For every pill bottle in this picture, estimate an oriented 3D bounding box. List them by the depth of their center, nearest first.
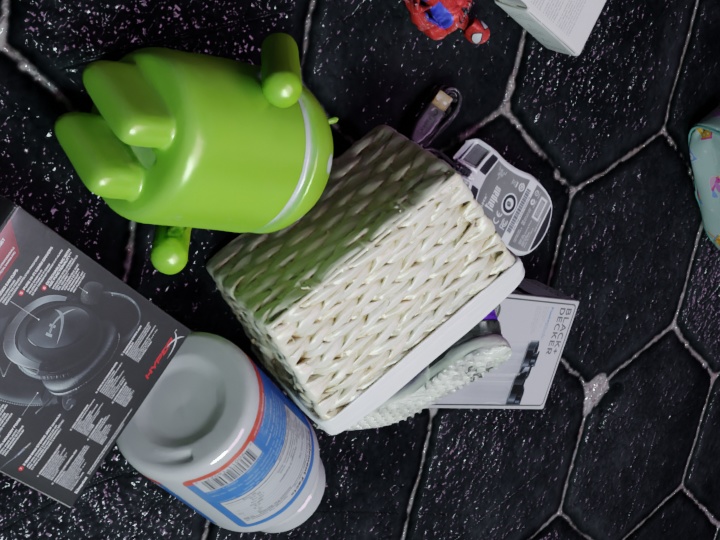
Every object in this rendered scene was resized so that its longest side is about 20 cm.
[{"bbox_3d":[-0.096,0.132,1.022,0.112,0.112,0.200,-54,152,-12],"label":"pill bottle"}]

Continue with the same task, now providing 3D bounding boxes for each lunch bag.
[{"bbox_3d":[0.437,-0.080,1.432,0.077,0.160,0.200,-43,133,-21],"label":"lunch bag"}]

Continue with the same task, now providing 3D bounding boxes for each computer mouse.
[{"bbox_3d":[0.095,-0.074,1.181,0.200,0.044,0.110,35,78,-42],"label":"computer mouse"}]

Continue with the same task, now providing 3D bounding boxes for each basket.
[{"bbox_3d":[0.000,0.000,1.031,0.200,0.136,0.123,-39,127,-9],"label":"basket"}]

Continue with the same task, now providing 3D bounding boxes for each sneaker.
[{"bbox_3d":[0.032,0.064,1.128,0.200,0.100,0.070,-31,157,32],"label":"sneaker"}]

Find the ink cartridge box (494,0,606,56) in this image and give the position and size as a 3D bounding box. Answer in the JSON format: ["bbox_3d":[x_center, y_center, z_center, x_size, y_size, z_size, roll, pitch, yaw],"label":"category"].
[{"bbox_3d":[0.173,-0.308,1.142,0.176,0.045,0.200,29,87,-49],"label":"ink cartridge box"}]

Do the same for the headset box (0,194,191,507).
[{"bbox_3d":[-0.229,0.045,0.883,0.149,0.077,0.200,-57,137,-8],"label":"headset box"}]

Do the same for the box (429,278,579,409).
[{"bbox_3d":[0.106,0.063,1.241,0.200,0.060,0.117,8,103,-47],"label":"box"}]

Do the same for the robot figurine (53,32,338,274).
[{"bbox_3d":[-0.102,-0.086,0.918,0.200,0.116,0.175,5,128,-48],"label":"robot figurine"}]

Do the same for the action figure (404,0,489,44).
[{"bbox_3d":[0.046,-0.230,1.052,0.200,0.052,0.065,34,80,-50],"label":"action figure"}]
